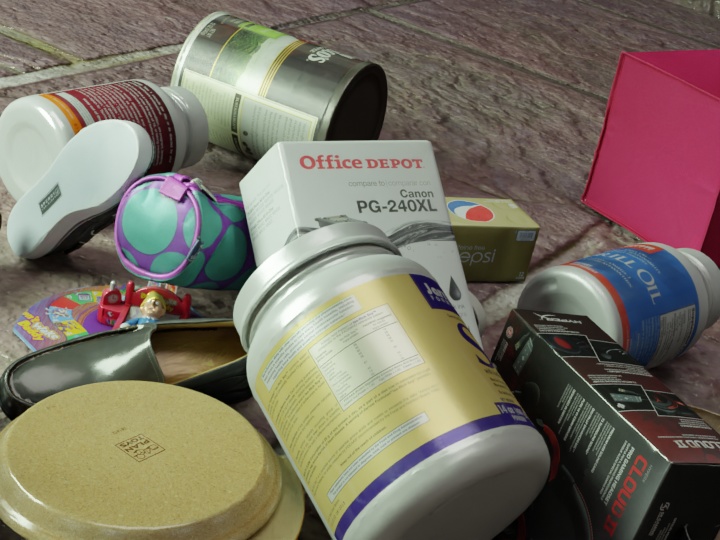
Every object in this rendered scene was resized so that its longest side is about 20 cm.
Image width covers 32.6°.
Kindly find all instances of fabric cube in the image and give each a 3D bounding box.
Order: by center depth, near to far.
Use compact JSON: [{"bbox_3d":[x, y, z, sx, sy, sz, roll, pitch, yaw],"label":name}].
[{"bbox_3d":[0.411,-0.133,1.428,0.198,0.201,0.196,-9,33,-34],"label":"fabric cube"}]

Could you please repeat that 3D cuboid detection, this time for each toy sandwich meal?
[{"bbox_3d":[-0.135,0.141,0.775,0.204,0.071,0.205,8,25,-4],"label":"toy sandwich meal"}]

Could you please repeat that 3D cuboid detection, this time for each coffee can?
[{"bbox_3d":[-0.090,-0.188,1.367,0.199,0.147,0.146,22,27,20],"label":"coffee can"}]

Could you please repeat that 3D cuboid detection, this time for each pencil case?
[{"bbox_3d":[-0.113,-0.030,1.039,0.085,0.093,0.200,42,17,23],"label":"pencil case"}]

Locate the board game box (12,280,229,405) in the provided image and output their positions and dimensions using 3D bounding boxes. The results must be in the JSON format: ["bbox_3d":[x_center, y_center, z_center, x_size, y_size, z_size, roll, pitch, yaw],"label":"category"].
[{"bbox_3d":[-0.175,0.045,0.974,0.157,0.039,0.200,-12,35,-42],"label":"board game box"}]

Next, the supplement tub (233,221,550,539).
[{"bbox_3d":[0.014,0.083,0.795,0.145,0.146,0.201,-8,53,-37],"label":"supplement tub"}]

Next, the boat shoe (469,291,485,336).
[{"bbox_3d":[0.019,0.012,1.102,0.200,0.074,0.060,37,29,26],"label":"boat shoe"}]

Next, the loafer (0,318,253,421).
[{"bbox_3d":[-0.157,0.064,0.876,0.199,0.072,0.073,-10,65,-25],"label":"loafer"}]

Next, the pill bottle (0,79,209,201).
[{"bbox_3d":[-0.246,-0.126,1.207,0.113,0.114,0.200,28,30,29],"label":"pill bottle"}]

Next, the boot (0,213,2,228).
[{"bbox_3d":[-0.386,-0.025,0.982,0.097,0.075,0.200,27,31,21],"label":"boot"}]

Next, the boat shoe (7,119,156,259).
[{"bbox_3d":[-0.223,-0.063,1.040,0.066,0.200,0.070,0,62,-47],"label":"boat shoe"}]

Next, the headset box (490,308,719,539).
[{"bbox_3d":[0.151,0.139,0.802,0.075,0.149,0.200,6,26,-32],"label":"headset box"}]

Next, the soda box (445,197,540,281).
[{"bbox_3d":[0.072,-0.032,1.220,0.199,0.064,0.068,1,28,-24],"label":"soda box"}]

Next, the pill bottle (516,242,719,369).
[{"bbox_3d":[0.241,0.035,1.107,0.199,0.113,0.112,-14,36,-43],"label":"pill bottle"}]

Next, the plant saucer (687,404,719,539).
[{"bbox_3d":[0.257,0.166,0.937,0.199,0.035,0.201,11,25,-5],"label":"plant saucer"}]

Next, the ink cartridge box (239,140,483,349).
[{"bbox_3d":[0.000,0.000,0.977,0.144,0.083,0.201,-4,71,-29],"label":"ink cartridge box"}]
